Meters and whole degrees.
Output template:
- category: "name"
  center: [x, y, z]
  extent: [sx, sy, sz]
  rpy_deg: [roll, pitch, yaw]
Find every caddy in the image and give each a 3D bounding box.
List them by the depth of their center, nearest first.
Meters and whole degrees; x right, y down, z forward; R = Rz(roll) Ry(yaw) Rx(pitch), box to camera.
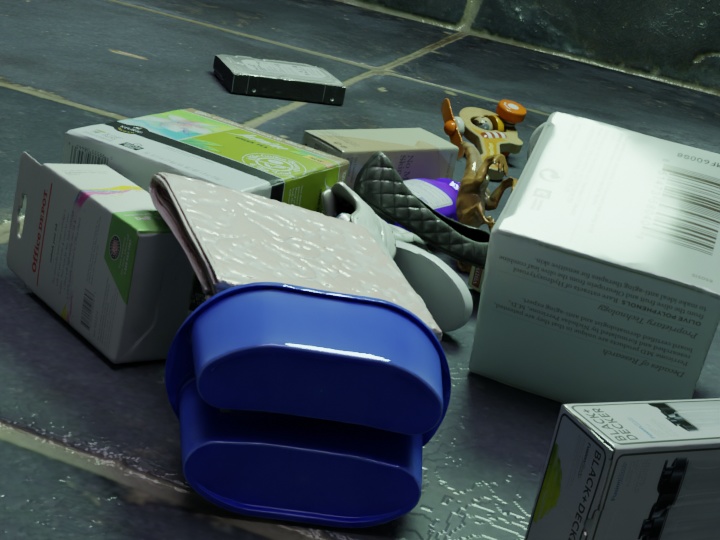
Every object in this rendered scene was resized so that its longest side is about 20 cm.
- category: "caddy"
  center: [-0.034, 0.086, 0.784]
  extent: [0.198, 0.143, 0.105]
  rpy_deg: [9, 23, -9]

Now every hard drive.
- category: "hard drive"
  center: [-0.138, -0.323, 1.961]
  extent: [0.198, 0.038, 0.140]
  rpy_deg: [3, 22, -21]

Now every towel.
- category: "towel"
  center: [-0.053, -0.007, 0.901]
  extent: [0.199, 0.032, 0.191]
  rpy_deg: [15, 22, -30]

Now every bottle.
- category: "bottle"
  center: [0.073, -0.070, 1.365]
  extent: [0.083, 0.066, 0.199]
  rpy_deg: [30, 26, 28]

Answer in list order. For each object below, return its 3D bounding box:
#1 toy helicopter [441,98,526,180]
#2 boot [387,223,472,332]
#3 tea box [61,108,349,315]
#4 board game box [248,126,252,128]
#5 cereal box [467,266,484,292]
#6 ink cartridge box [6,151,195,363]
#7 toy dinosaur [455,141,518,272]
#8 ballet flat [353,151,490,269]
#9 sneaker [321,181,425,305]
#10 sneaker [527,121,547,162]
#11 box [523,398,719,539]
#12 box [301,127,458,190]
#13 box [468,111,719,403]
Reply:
- category: "toy helicopter"
  center: [0.184, -0.197, 1.761]
  extent: [0.131, 0.079, 0.201]
  rpy_deg: [16, 32, -8]
- category: "boot"
  center: [0.053, -0.004, 1.169]
  extent: [0.199, 0.074, 0.095]
  rpy_deg: [30, 26, 35]
- category: "tea box"
  center: [-0.149, -0.057, 1.107]
  extent: [0.199, 0.135, 0.196]
  rpy_deg: [20, 21, 23]
- category: "board game box"
  center: [-0.182, -0.146, 1.465]
  extent: [0.199, 0.035, 0.135]
  rpy_deg: [-7, 26, -41]
- category: "cereal box"
  center: [0.228, 0.033, 1.214]
  extent: [0.143, 0.040, 0.200]
  rpy_deg: [-5, 26, -38]
- category: "ink cartridge box"
  center: [-0.222, -0.018, 0.984]
  extent: [0.067, 0.118, 0.199]
  rpy_deg: [-5, 27, -43]
- category: "toy dinosaur"
  center: [0.131, -0.097, 1.315]
  extent: [0.060, 0.106, 0.202]
  rpy_deg: [30, 52, -34]
- category: "ballet flat"
  center: [0.083, -0.052, 1.177]
  extent: [0.199, 0.057, 0.066]
  rpy_deg: [27, 9, -20]
- category: "sneaker"
  center: [0.000, 0.000, 1.052]
  extent: [0.074, 0.087, 0.201]
  rpy_deg: [-32, 41, 7]
- category: "sneaker"
  center: [0.245, -0.067, 1.220]
  extent: [0.202, 0.073, 0.118]
  rpy_deg: [61, 26, 1]
- category: "box"
  center: [0.217, 0.150, 0.789]
  extent: [0.198, 0.118, 0.060]
  rpy_deg: [0, 23, -27]
- category: "box"
  center: [0.020, -0.119, 1.428]
  extent: [0.199, 0.096, 0.078]
  rpy_deg: [-9, 29, -41]
- category: "box"
  center: [0.223, -0.001, 1.032]
  extent: [0.198, 0.172, 0.200]
  rpy_deg: [17, 43, 15]
